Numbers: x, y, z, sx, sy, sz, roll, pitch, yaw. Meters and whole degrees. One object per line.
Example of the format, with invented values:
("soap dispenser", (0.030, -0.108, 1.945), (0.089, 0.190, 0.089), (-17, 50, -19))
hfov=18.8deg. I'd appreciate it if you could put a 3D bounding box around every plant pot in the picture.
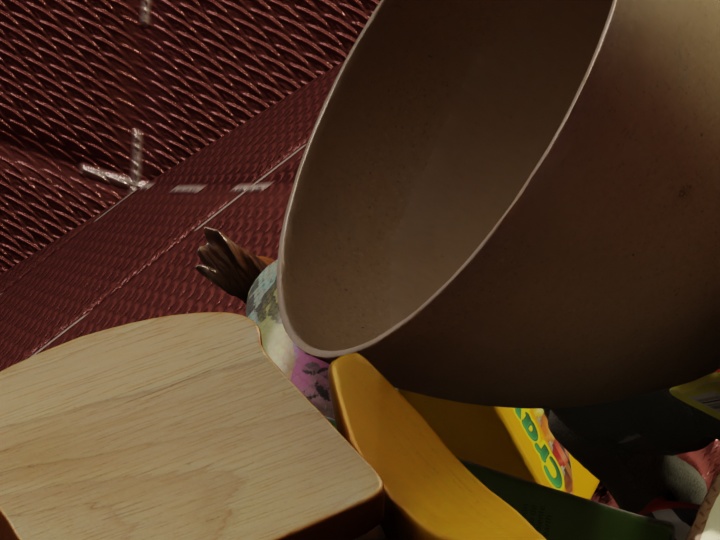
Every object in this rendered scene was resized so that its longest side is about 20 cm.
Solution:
("plant pot", (0.081, -0.033, 0.758), (0.200, 0.134, 0.201), (-47, 27, 33))

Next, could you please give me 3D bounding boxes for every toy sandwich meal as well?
("toy sandwich meal", (-0.034, 0.086, 0.616), (0.203, 0.071, 0.206), (-3, 32, 2))

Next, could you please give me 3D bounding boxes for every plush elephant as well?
("plush elephant", (0.131, -0.002, 0.914), (0.164, 0.199, 0.156), (-30, 31, 57))

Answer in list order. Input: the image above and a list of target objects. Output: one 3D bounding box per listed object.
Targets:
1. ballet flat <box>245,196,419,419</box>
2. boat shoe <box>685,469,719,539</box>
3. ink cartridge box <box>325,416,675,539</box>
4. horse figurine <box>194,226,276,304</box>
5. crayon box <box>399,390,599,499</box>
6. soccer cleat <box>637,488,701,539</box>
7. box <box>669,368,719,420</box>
("ballet flat", (0.000, 0.000, 0.870), (0.072, 0.069, 0.200), (-60, 1, 17))
("boat shoe", (0.169, 0.052, 0.677), (0.076, 0.072, 0.201), (7, 50, 33))
("ink cartridge box", (0.004, 0.101, 0.802), (0.104, 0.198, 0.060), (148, 138, -65))
("horse figurine", (-0.050, 0.080, 0.922), (0.049, 0.202, 0.133), (12, 11, 11))
("crayon box", (0.066, 0.057, 1.040), (0.051, 0.128, 0.200), (-26, 9, 25))
("soccer cleat", (0.152, 0.112, 0.797), (0.200, 0.069, 0.085), (-24, 24, 56))
("box", (0.181, -0.038, 0.806), (0.201, 0.050, 0.075), (-68, 10, -12))
